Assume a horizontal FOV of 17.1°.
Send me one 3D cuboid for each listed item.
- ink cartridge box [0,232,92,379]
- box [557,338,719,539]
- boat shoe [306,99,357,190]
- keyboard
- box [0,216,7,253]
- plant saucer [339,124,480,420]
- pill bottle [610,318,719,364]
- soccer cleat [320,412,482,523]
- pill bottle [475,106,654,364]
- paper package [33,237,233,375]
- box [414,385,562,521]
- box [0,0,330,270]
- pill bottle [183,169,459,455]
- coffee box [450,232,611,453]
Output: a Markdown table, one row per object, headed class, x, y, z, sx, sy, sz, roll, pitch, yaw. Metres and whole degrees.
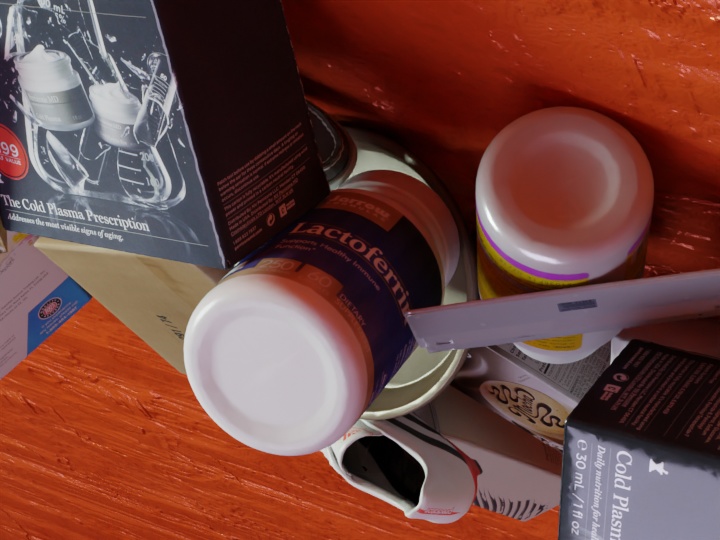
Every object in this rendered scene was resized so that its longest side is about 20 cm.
| class | x | y | z | sx | sy | sz | roll | pitch | yaw |
| --- | --- | --- | --- | --- | --- | --- | --- | --- | --- |
| ink cartridge box | -0.344 | -0.019 | 1.922 | 0.145 | 0.147 | 0.200 | 45 | 173 | 35 |
| box | 0.226 | 0.169 | 1.414 | 0.196 | 0.124 | 0.200 | 12 | 119 | 22 |
| boat shoe | -0.096 | -0.110 | 1.547 | 0.202 | 0.072 | 0.060 | 26 | 165 | 15 |
| keyboard | 0.128 | 0.022 | 1.401 | 0.200 | 0.011 | 0.056 | -8 | 151 | 8 |
| box | -0.262 | -0.133 | 1.525 | 0.021 | 0.200 | 0.164 | -16 | 138 | 6 |
| plant saucer | 0.000 | 0.000 | 1.595 | 0.200 | 0.200 | 0.029 | 14 | -160 | 33 |
| pill bottle | 0.206 | 0.137 | 1.568 | 0.109 | 0.200 | 0.110 | 0 | -167 | 0 |
| soccer cleat | -0.005 | 0.105 | 1.650 | 0.200 | 0.069 | 0.085 | 39 | -160 | 25 |
| pill bottle | 0.122 | -0.012 | 1.461 | 0.104 | 0.104 | 0.200 | 23 | 159 | 12 |
| paper package | -0.106 | -0.003 | 1.780 | 0.191 | 0.104 | 0.200 | 5 | 150 | 43 |
| box | 0.082 | 0.121 | 1.771 | 0.068 | 0.082 | 0.200 | -31 | 146 | 28 |
| box | -0.141 | -0.113 | 1.442 | 0.200 | 0.104 | 0.182 | 9 | 124 | 39 |
| pill bottle | -0.017 | 0.019 | 1.457 | 0.116 | 0.200 | 0.116 | 10 | 118 | 19 |
| coffee box | 0.131 | 0.061 | 1.665 | 0.200 | 0.080 | 0.113 | 32 | 161 | -13 |
